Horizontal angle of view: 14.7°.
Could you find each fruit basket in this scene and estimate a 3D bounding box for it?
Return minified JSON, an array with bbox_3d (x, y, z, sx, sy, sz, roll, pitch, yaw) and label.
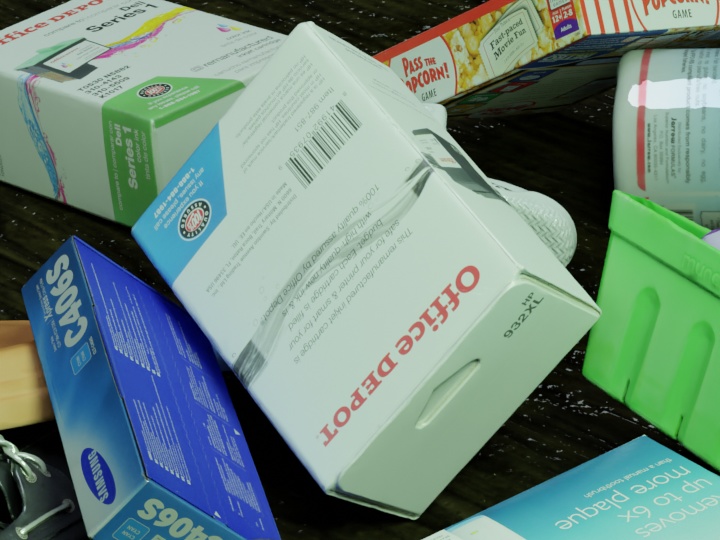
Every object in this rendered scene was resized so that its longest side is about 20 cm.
[{"bbox_3d":[0.229,0.006,1.320,0.155,0.216,0.215,21,9,-37],"label":"fruit basket"}]

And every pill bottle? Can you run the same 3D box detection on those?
[{"bbox_3d":[0.247,-0.073,1.592,0.199,0.109,0.109,0,27,10],"label":"pill bottle"}]

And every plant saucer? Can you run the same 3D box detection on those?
[{"bbox_3d":[-0.223,0.055,1.433,0.199,0.038,0.200,-4,6,0],"label":"plant saucer"}]

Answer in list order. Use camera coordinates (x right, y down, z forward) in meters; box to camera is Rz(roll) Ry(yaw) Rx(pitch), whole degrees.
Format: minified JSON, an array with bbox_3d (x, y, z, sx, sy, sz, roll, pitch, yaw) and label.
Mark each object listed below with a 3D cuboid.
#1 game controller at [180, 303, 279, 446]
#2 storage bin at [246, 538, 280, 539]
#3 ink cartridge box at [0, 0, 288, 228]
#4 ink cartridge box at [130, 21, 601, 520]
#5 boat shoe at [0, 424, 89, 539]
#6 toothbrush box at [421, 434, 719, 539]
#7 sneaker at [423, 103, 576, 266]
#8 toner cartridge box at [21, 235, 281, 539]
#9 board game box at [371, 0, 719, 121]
[{"bbox_3d":[-0.057,0.035,1.508,0.104,0.042,0.200,1,27,13],"label":"game controller"},{"bbox_3d":[-0.072,0.203,1.120,0.200,0.094,0.135,-24,32,-32],"label":"storage bin"},{"bbox_3d":[-0.141,-0.103,1.749,0.200,0.084,0.145,19,36,41],"label":"ink cartridge box"},{"bbox_3d":[0.000,0.000,1.375,0.084,0.145,0.200,24,22,-52],"label":"ink cartridge box"},{"bbox_3d":[-0.167,0.112,1.349,0.072,0.063,0.200,8,29,25],"label":"boat shoe"},{"bbox_3d":[0.131,0.164,1.169,0.146,0.086,0.200,-21,32,-29],"label":"toothbrush box"},{"bbox_3d":[0.047,-0.046,1.611,0.199,0.075,0.115,7,31,29],"label":"sneaker"},{"bbox_3d":[-0.101,0.073,1.345,0.043,0.095,0.200,-45,34,16],"label":"toner cartridge box"},{"bbox_3d":[0.122,-0.136,1.672,0.151,0.046,0.200,-7,-9,-38],"label":"board game box"}]
